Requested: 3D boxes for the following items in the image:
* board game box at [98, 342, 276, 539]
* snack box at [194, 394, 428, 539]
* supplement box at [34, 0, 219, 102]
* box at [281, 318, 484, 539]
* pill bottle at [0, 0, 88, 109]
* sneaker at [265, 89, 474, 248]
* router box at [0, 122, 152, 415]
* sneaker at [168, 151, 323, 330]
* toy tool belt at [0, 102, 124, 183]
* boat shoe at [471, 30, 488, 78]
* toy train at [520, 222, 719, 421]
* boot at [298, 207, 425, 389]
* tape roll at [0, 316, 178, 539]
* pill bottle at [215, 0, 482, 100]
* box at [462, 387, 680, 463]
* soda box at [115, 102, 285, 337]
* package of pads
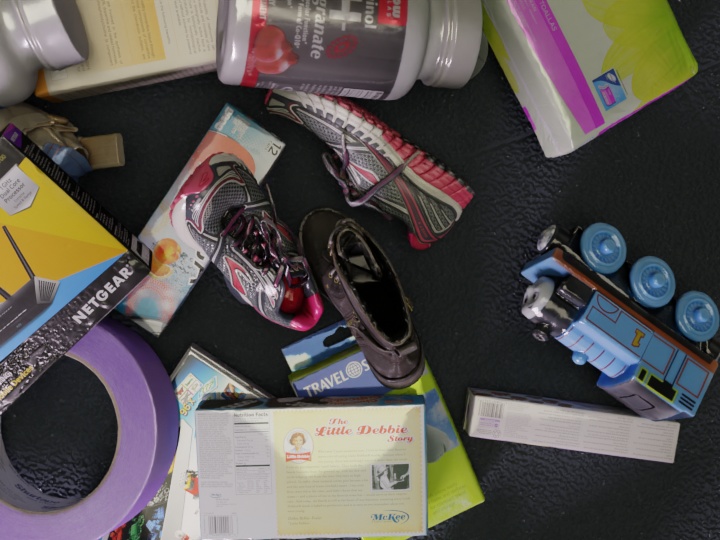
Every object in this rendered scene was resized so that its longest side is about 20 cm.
[{"bbox_3d":[-0.155,0.184,0.895,0.126,0.035,0.201,34,91,-6],"label":"board game box"},{"bbox_3d":[-0.041,0.170,0.858,0.198,0.037,0.118,-1,97,1],"label":"snack box"},{"bbox_3d":[-0.185,-0.225,0.842,0.198,0.074,0.127,-11,96,-4],"label":"supplement box"},{"bbox_3d":[0.020,0.141,0.902,0.121,0.048,0.202,-25,97,-3],"label":"box"},{"bbox_3d":[-0.315,-0.168,0.746,0.198,0.112,0.113,-18,96,1],"label":"pill bottle"},{"bbox_3d":[0.001,-0.096,0.859,0.199,0.081,0.075,34,101,-4],"label":"sneaker"},{"bbox_3d":[-0.282,0.011,0.761,0.200,0.051,0.149,-43,112,7],"label":"router box"},{"bbox_3d":[-0.084,-0.022,0.809,0.074,0.200,0.081,34,77,33],"label":"sneaker"},{"bbox_3d":[-0.280,-0.036,0.826,0.122,0.125,0.202,20,93,2],"label":"toy tool belt"},{"bbox_3d":[0.013,-0.215,0.872,0.200,0.065,0.075,12,110,0],"label":"boat shoe"},{"bbox_3d":[0.230,0.044,0.880,0.199,0.087,0.115,35,70,-7],"label":"toy train"},{"bbox_3d":[0.000,0.000,0.803,0.069,0.174,0.201,-30,68,-5],"label":"boot"},{"bbox_3d":[-0.260,0.134,0.847,0.198,0.066,0.203,0,86,6],"label":"tape roll"},{"bbox_3d":[-0.010,-0.193,0.778,0.198,0.111,0.112,3,94,-14],"label":"pill bottle"},{"bbox_3d":[0.194,0.144,0.920,0.198,0.039,0.042,7,95,-5],"label":"box"},{"bbox_3d":[-0.144,-0.044,0.861,0.063,0.068,0.201,33,90,-6],"label":"soda box"},{"bbox_3d":[0.190,-0.224,0.865,0.154,0.068,0.201,-31,97,-15],"label":"package of pads"}]
